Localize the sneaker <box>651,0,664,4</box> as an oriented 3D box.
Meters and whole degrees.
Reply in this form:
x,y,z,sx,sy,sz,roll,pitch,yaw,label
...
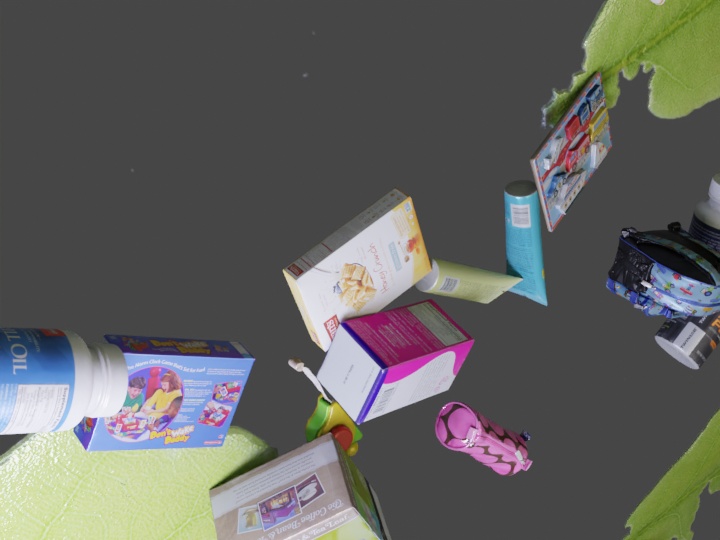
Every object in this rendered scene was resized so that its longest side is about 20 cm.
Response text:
x,y,z,sx,sy,sz,roll,pitch,yaw,label
0.480,-0.473,1.440,0.200,0.079,0.079,-41,132,3,sneaker

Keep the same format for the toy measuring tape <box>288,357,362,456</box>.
x,y,z,sx,sy,sz,roll,pitch,yaw,label
-0.062,0.210,1.417,0.073,0.073,0.201,-43,127,-11,toy measuring tape

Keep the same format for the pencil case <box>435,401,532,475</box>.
x,y,z,sx,sy,sz,roll,pitch,yaw,label
0.210,0.287,1.677,0.199,0.093,0.091,31,95,-46,pencil case

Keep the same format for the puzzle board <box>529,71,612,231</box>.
x,y,z,sx,sy,sz,roll,pitch,yaw,label
0.326,-0.178,1.502,0.200,0.017,0.151,-51,139,-24,puzzle board

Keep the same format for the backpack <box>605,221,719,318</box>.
x,y,z,sx,sy,sz,roll,pitch,yaw,label
0.554,0.015,1.723,0.181,0.200,0.136,-6,120,-39,backpack

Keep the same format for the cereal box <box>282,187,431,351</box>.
x,y,z,sx,sy,sz,roll,pitch,yaw,label
0.000,0.000,1.351,0.199,0.039,0.145,-38,135,-17,cereal box

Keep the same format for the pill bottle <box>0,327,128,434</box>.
x,y,z,sx,sy,sz,roll,pitch,yaw,label
-0.357,0.117,1.066,0.198,0.112,0.113,5,113,-43,pill bottle

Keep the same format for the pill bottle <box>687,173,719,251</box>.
x,y,z,sx,sy,sz,roll,pitch,yaw,label
0.666,-0.069,1.826,0.119,0.119,0.202,-15,125,-33,pill bottle

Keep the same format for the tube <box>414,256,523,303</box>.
x,y,z,sx,sy,sz,roll,pitch,yaw,label
0.160,0.019,1.497,0.199,0.058,0.053,11,93,-44,tube

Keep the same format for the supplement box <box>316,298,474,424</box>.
x,y,z,sx,sy,sz,roll,pitch,yaw,label
0.052,0.124,1.400,0.199,0.103,0.102,-10,135,-45,supplement box

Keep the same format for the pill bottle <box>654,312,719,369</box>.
x,y,z,sx,sy,sz,roll,pitch,yaw,label
0.676,0.084,1.941,0.201,0.106,0.106,-52,137,-2,pill bottle

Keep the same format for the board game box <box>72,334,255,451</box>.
x,y,z,sx,sy,sz,roll,pitch,yaw,label
-0.241,0.154,1.236,0.198,0.045,0.136,8,111,-43,board game box

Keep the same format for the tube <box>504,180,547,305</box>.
x,y,z,sx,sy,sz,roll,pitch,yaw,label
0.251,-0.039,1.525,0.050,0.077,0.202,-32,130,-32,tube

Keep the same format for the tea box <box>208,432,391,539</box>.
x,y,z,sx,sy,sz,roll,pitch,yaw,label
-0.078,0.367,1.405,0.198,0.134,0.198,-25,136,4,tea box
